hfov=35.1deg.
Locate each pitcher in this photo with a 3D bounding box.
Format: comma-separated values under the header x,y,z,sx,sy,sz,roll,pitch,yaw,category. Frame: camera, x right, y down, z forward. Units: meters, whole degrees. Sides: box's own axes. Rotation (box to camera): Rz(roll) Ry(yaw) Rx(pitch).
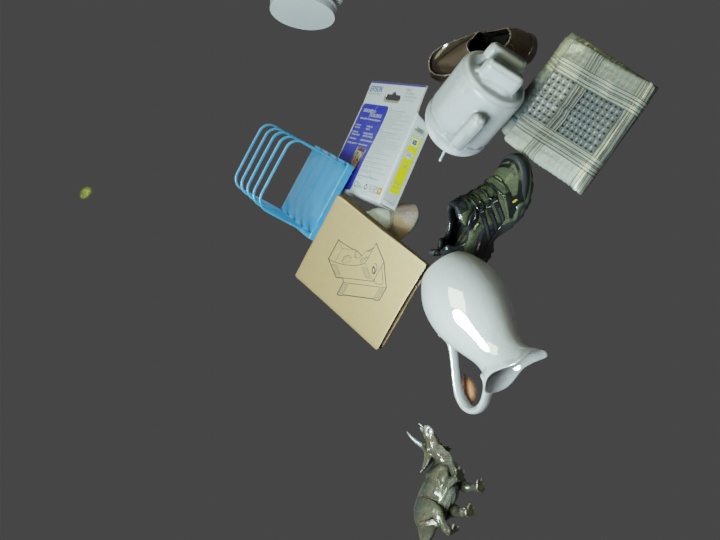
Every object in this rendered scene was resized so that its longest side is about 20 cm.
x,y,z,sx,sy,sz,roll,pitch,yaw,category
0.158,0.090,1.651,0.172,0.120,0.201,-51,58,33,pitcher

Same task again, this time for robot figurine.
x,y,z,sx,sy,sz,roll,pitch,yaw,category
0.173,-0.254,1.744,0.200,0.112,0.170,-50,13,42,robot figurine

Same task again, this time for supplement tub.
x,y,z,sx,sy,sz,roll,pitch,yaw,category
-0.092,-0.561,2.093,0.144,0.144,0.203,-5,70,39,supplement tub

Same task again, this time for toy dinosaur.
x,y,z,sx,sy,sz,roll,pitch,yaw,category
0.114,0.326,1.628,0.102,0.076,0.203,-2,77,53,toy dinosaur

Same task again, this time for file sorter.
x,y,z,sx,sy,sz,roll,pitch,yaw,category
-0.120,-0.157,1.929,0.140,0.122,0.200,-61,24,4,file sorter

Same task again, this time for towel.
x,y,z,sx,sy,sz,roll,pitch,yaw,category
0.315,-0.238,1.688,0.193,0.034,0.200,-55,47,10,towel

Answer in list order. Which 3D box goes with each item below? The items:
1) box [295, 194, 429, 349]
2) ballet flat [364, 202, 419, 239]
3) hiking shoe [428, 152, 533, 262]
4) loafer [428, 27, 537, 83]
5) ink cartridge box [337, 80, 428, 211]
x,y,z,sx,sy,sz,roll,pitch,yaw,category
0.000,0.000,1.819,0.200,0.021,0.165,40,114,26,box
0.004,-0.060,1.865,0.199,0.067,0.069,-29,56,29,ballet flat
0.183,-0.091,1.698,0.076,0.100,0.201,34,97,42,hiking shoe
0.184,-0.354,1.821,0.198,0.071,0.074,-10,67,38,loafer
0.037,-0.209,1.879,0.197,0.047,0.202,23,86,61,ink cartridge box
